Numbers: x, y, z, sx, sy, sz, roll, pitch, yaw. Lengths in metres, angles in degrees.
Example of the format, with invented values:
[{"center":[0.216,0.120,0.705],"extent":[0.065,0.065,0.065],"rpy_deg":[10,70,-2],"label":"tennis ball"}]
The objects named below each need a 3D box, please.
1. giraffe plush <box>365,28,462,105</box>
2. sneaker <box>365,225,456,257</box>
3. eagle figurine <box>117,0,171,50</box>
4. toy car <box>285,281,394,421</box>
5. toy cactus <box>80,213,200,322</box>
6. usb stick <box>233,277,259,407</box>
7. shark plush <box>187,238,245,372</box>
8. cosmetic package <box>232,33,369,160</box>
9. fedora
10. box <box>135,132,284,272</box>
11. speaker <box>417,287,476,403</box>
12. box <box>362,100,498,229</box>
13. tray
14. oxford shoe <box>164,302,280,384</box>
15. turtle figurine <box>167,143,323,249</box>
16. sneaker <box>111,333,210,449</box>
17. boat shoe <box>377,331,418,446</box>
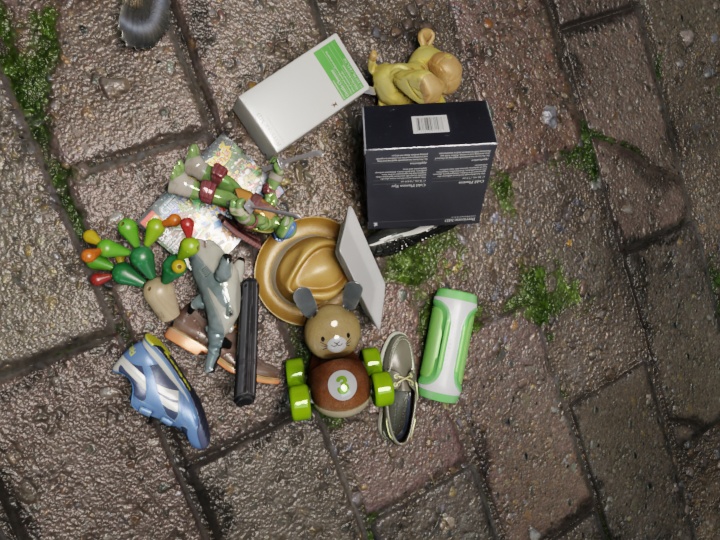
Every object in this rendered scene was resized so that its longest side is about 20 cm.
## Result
[{"center":[0.109,-0.330,0.919],"extent":[0.200,0.173,0.162],"rpy_deg":[40,64,19],"label":"giraffe plush"},{"center":[0.084,-0.093,0.951],"extent":[0.199,0.076,0.088],"rpy_deg":[-22,74,-14],"label":"sneaker"},{"center":[-0.342,-0.460,0.767],"extent":[0.152,0.151,0.200],"rpy_deg":[47,110,25],"label":"eagle figurine"},{"center":[-0.042,0.116,0.830],"extent":[0.163,0.158,0.201],"rpy_deg":[-7,112,-10],"label":"toy car"},{"center":[-0.314,0.003,0.766],"extent":[0.199,0.102,0.166],"rpy_deg":[-13,114,8],"label":"toy cactus"},{"center":[-0.176,0.108,0.804],"extent":[0.032,0.056,0.201],"rpy_deg":[5,61,-15],"label":"usb stick"},{"center":[-0.228,0.052,0.803],"extent":[0.083,0.091,0.201],"rpy_deg":[0,100,1],"label":"shark plush"},{"center":[-0.100,-0.287,0.862],"extent":[0.200,0.085,0.108],"rpy_deg":[-41,106,-16],"label":"cosmetic package"},{"center":[-0.077,0.002,0.875],"extent":[0.199,0.082,0.202],"rpy_deg":[0,91,-19],"label":"fedora"},{"center":[-0.240,-0.102,0.839],"extent":[0.137,0.038,0.200],"rpy_deg":[43,77,-16],"label":"box"},{"center":[0.162,0.138,0.963],"extent":[0.088,0.088,0.201],"rpy_deg":[13,87,-19],"label":"speaker"},{"center":[0.103,-0.168,0.847],"extent":[0.199,0.183,0.105],"rpy_deg":[-2,54,0],"label":"box"},{"center":[0.000,0.000,0.866],"extent":[0.201,0.022,0.108],"rpy_deg":[65,26,-42],"label":"tray"},{"center":[-0.210,0.123,0.839],"extent":[0.199,0.071,0.073],"rpy_deg":[32,76,-17],"label":"oxford shoe"},{"center":[-0.167,-0.133,0.761],"extent":[0.193,0.200,0.145],"rpy_deg":[23,68,-10],"label":"turtle figurine"},{"center":[-0.305,0.200,0.806],"extent":[0.082,0.074,0.201],"rpy_deg":[-33,94,-14],"label":"sneaker"},{"center":[0.073,0.216,0.946],"extent":[0.072,0.060,0.203],"rpy_deg":[4,90,-20],"label":"boat shoe"}]
